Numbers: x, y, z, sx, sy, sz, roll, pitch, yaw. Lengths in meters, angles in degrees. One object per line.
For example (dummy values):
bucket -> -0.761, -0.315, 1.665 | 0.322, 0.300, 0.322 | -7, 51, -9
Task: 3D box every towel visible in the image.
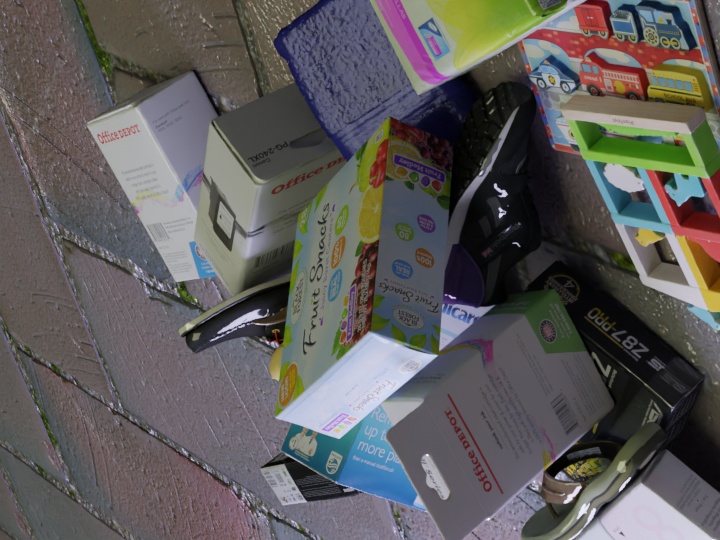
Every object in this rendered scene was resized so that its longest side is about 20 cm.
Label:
towel -> 0.028, -0.146, 1.522 | 0.147, 0.049, 0.201 | -30, 94, 40

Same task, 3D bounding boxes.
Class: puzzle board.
puzzle board -> 0.185, -0.139, 1.321 | 0.199, 0.017, 0.152 | 18, 135, 52

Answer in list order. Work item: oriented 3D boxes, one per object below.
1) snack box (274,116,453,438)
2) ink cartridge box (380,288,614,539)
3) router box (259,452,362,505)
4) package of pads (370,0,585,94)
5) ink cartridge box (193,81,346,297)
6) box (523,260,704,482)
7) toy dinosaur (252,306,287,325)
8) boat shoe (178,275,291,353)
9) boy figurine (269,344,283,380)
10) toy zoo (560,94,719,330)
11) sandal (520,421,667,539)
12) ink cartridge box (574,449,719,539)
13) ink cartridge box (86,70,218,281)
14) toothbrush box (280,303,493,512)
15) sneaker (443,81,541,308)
snack box -> 0.003, 0.008, 1.454 | 0.067, 0.201, 0.169 | 20, 146, -20
ink cartridge box -> 0.097, 0.117, 1.448 | 0.067, 0.200, 0.118 | -6, 117, 58
router box -> 0.001, 0.172, 1.841 | 0.051, 0.149, 0.200 | 58, 154, -5
package of pads -> 0.072, -0.233, 1.328 | 0.200, 0.068, 0.155 | -23, 93, 62
ink cartridge box -> -0.066, -0.081, 1.660 | 0.084, 0.145, 0.200 | 53, 154, 21
box -> 0.198, 0.107, 1.547 | 0.161, 0.049, 0.201 | 40, 150, 21
toy dinosaur -> 0.000, 0.000, 1.648 | 0.101, 0.200, 0.058 | 44, -178, -4
boat shoe -> -0.069, 0.036, 1.678 | 0.064, 0.200, 0.074 | 68, 163, 4
boy figurine -> -0.024, 0.093, 1.671 | 0.200, 0.123, 0.065 | 68, -154, -77
toy zoo -> 0.232, -0.038, 1.332 | 0.131, 0.020, 0.201 | 14, 140, 54
sandal -> 0.186, 0.168, 1.505 | 0.057, 0.080, 0.201 | 41, 142, 6
ink cartridge box -> 0.287, 0.253, 1.512 | 0.200, 0.057, 0.163 | 43, 148, 8
ink cartridge box -> -0.186, -0.098, 1.916 | 0.144, 0.084, 0.201 | -6, 116, 60
toothbrush box -> 0.041, 0.095, 1.582 | 0.146, 0.201, 0.085 | 24, 178, -43
sneaker -> 0.111, -0.058, 1.453 | 0.076, 0.087, 0.201 | -99, 27, -54
